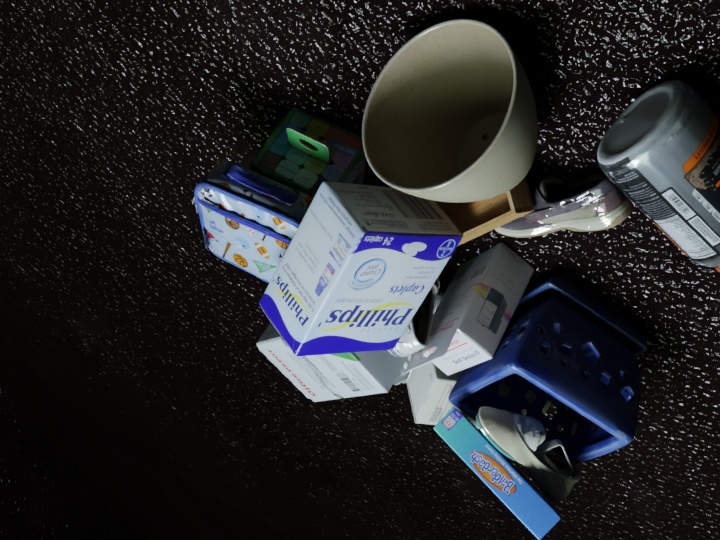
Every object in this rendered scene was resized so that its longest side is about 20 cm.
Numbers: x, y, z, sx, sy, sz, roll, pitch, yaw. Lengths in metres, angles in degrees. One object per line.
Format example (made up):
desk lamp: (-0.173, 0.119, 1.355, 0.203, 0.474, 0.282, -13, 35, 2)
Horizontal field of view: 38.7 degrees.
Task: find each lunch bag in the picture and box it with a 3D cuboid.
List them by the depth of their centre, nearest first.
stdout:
lunch bag: (-0.133, -0.061, 1.379, 0.198, 0.076, 0.161, 23, 145, 17)

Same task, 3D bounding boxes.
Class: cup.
cup: (0.122, -0.158, 1.156, 0.198, 0.203, 0.143, 4, 165, 40)

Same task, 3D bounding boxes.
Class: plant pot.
plant pot: (0.269, 0.135, 1.418, 0.199, 0.181, 0.200, 33, 150, -7)

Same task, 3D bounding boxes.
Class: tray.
tray: (0.135, -0.093, 1.310, 0.199, 0.037, 0.100, -26, 77, 55)

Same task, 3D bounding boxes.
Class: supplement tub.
supplement tub: (0.354, -0.090, 1.072, 0.200, 0.123, 0.122, 40, 149, -15)

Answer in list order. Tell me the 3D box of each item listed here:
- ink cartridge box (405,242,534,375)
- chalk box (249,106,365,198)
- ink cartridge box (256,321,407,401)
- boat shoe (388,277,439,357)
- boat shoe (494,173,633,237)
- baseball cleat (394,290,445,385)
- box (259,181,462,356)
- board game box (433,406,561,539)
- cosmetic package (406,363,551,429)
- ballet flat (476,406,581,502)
ink cartridge box: (0.150, 0.070, 1.418, 0.067, 0.201, 0.117, 38, 150, -12)
chalk box: (-0.071, -0.130, 1.415, 0.124, 0.125, 0.201, 27, 149, 10)
ink cartridge box: (-0.045, 0.118, 1.559, 0.147, 0.083, 0.199, 47, 146, -20)
boat shoe: (0.078, 0.021, 1.430, 0.072, 0.202, 0.065, 32, 146, -33)
boat shoe: (0.237, -0.084, 1.250, 0.199, 0.072, 0.065, -1, 123, 51)
baseball cleat: (0.068, 0.091, 1.566, 0.105, 0.070, 0.201, 25, 126, -11)
box: (0.000, 0.000, 1.309, 0.105, 0.182, 0.201, 51, 124, 34)
board game box: (0.190, 0.278, 1.413, 0.200, 0.045, 0.152, 46, 180, 16)
cosmetic package: (0.180, 0.175, 1.546, 0.197, 0.088, 0.104, 9, 130, -19)
ballet flat: (0.231, 0.234, 1.367, 0.069, 0.070, 0.200, -6, 138, 47)
